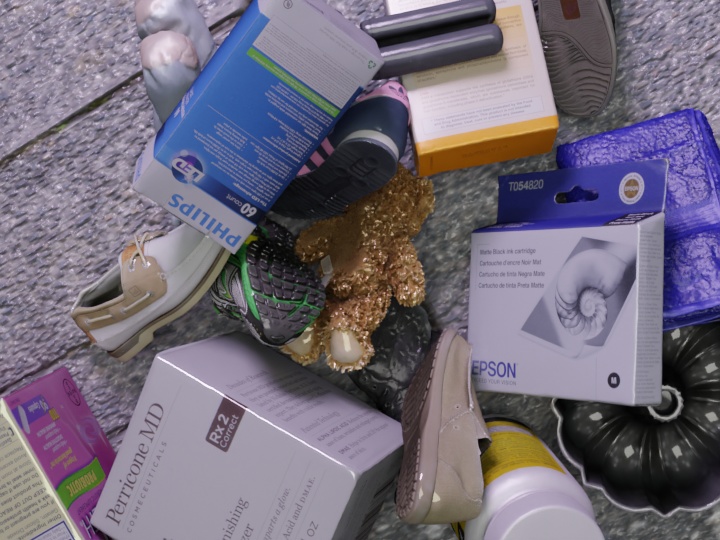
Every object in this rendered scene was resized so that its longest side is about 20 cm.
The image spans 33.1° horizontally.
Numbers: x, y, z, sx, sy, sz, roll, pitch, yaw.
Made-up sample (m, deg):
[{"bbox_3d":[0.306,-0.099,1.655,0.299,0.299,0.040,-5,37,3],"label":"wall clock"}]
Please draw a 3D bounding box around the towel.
[{"bbox_3d":[0.262,-0.044,1.049,0.146,0.050,0.202,-14,61,2],"label":"towel"}]

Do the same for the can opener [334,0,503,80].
[{"bbox_3d":[0.018,-0.189,0.989,0.198,0.067,0.054,-12,75,1],"label":"can opener"}]

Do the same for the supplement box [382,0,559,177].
[{"bbox_3d":[0.090,-0.196,1.059,0.124,0.074,0.202,-10,78,1],"label":"supplement box"}]

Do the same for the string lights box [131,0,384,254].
[{"bbox_3d":[-0.083,-0.123,0.955,0.102,0.059,0.200,33,110,-22],"label":"string lights box"}]

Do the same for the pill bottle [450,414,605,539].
[{"bbox_3d":[0.134,0.206,1.031,0.113,0.200,0.116,-1,102,-7],"label":"pill bottle"}]

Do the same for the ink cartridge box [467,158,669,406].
[{"bbox_3d":[0.171,0.009,1.033,0.040,0.199,0.203,6,85,-38],"label":"ink cartridge box"}]

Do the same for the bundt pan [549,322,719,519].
[{"bbox_3d":[0.267,0.114,1.089,0.199,0.076,0.205,0,93,2],"label":"bundt pan"}]

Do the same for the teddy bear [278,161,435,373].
[{"bbox_3d":[0.000,0.000,1.079,0.144,0.067,0.202,-14,53,33],"label":"teddy bear"}]

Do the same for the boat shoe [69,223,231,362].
[{"bbox_3d":[-0.184,0.004,1.074,0.068,0.075,0.200,35,118,-24],"label":"boat shoe"}]

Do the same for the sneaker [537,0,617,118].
[{"bbox_3d":[0.202,-0.245,1.077,0.074,0.106,0.202,4,123,29],"label":"sneaker"}]

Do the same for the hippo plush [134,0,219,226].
[{"bbox_3d":[-0.105,-0.167,1.050,0.159,0.159,0.202,-9,76,-7],"label":"hippo plush"}]

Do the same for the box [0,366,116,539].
[{"bbox_3d":[-0.276,0.205,1.072,0.096,0.176,0.201,-29,91,5],"label":"box"}]

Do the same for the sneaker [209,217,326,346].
[{"bbox_3d":[-0.087,0.019,1.052,0.077,0.200,0.086,24,105,-20],"label":"sneaker"}]

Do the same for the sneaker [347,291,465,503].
[{"bbox_3d":[0.032,0.112,1.112,0.103,0.060,0.202,16,89,1],"label":"sneaker"}]

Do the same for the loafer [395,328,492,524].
[{"bbox_3d":[0.074,0.134,1.010,0.068,0.201,0.076,22,133,-9],"label":"loafer"}]

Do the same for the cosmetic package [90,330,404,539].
[{"bbox_3d":[-0.088,0.176,1.039,0.198,0.165,0.166,27,102,15],"label":"cosmetic package"}]

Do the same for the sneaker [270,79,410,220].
[{"bbox_3d":[-0.022,-0.103,1.060,0.070,0.199,0.083,35,60,-27],"label":"sneaker"}]
